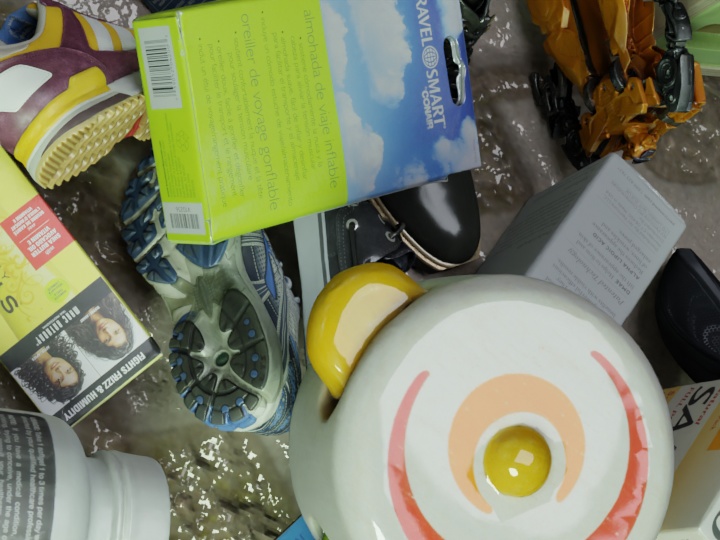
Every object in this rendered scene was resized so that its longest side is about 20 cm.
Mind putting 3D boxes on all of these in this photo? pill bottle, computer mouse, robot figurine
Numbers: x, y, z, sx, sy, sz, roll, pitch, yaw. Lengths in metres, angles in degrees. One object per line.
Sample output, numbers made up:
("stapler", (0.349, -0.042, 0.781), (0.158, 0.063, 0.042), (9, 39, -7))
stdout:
("pill bottle", (-0.200, 0.121, 0.910), (0.199, 0.111, 0.111), (10, 70, -26))
("computer mouse", (0.234, 0.062, 1.166), (0.138, 0.053, 0.200), (42, 14, -37))
("robot figurine", (0.164, -0.162, 1.190), (0.058, 0.145, 0.201), (-2, 69, -32))

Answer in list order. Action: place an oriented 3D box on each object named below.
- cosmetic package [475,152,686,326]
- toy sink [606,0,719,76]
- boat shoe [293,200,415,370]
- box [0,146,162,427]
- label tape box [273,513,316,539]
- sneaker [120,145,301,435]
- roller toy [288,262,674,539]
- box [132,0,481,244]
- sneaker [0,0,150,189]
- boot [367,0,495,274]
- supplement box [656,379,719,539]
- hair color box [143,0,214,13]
("cosmetic package", (0.106, 0.029, 1.119), (0.074, 0.102, 0.200), (42, 61, -10))
("toy sink", (0.257, -0.209, 1.218), (0.130, 0.200, 0.113), (1, 74, -30))
("boat shoe", (0.000, 0.000, 1.064), (0.066, 0.070, 0.201), (-8, 64, 9))
("box", (-0.194, -0.013, 0.979), (0.075, 0.050, 0.200), (-37, 96, -9))
("label tape box", (0.032, 0.205, 1.046), (0.144, 0.063, 0.200), (-39, 94, -32))
("sneaker", (-0.077, 0.008, 1.044), (0.085, 0.077, 0.201), (38, 34, -56))
("roller toy", (0.062, 0.092, 0.953), (0.181, 0.140, 0.202), (-6, 90, -15))
("box", (-0.024, -0.094, 1.005), (0.199, 0.047, 0.123), (-17, 103, -40))
("sneaker", (-0.145, -0.116, 1.006), (0.090, 0.075, 0.200), (45, 25, 2))
("boot", (0.047, -0.107, 1.104), (0.077, 0.138, 0.201), (-21, 87, -33))
("supplement box", (0.173, 0.133, 1.064), (0.074, 0.200, 0.126), (49, 57, -16))
("hair color box", (-0.126, -0.238, 1.091), (0.200, 0.060, 0.100), (46, 58, -9))
